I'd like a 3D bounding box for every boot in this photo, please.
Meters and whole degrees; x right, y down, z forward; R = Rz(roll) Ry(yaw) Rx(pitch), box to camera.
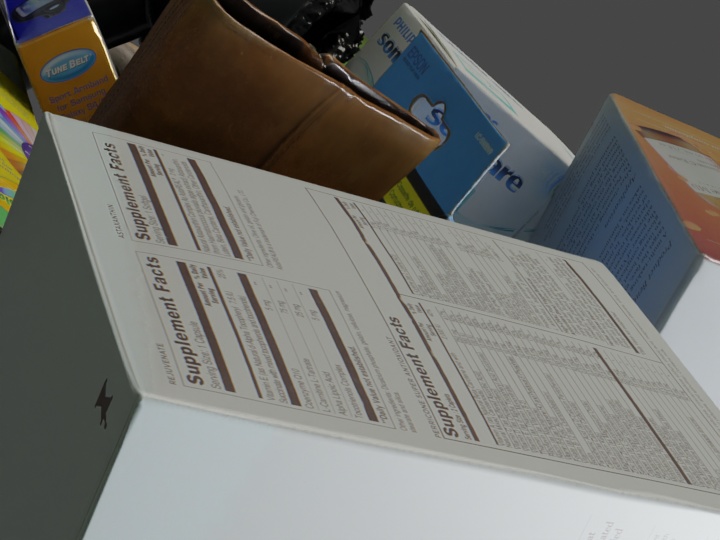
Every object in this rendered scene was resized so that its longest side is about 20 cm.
[{"bbox_3d":[-0.100,-0.135,0.937,0.162,0.198,0.074,31,-31,23],"label":"boot"},{"bbox_3d":[-0.051,0.016,0.596,0.188,0.200,0.069,37,13,-32],"label":"boot"}]

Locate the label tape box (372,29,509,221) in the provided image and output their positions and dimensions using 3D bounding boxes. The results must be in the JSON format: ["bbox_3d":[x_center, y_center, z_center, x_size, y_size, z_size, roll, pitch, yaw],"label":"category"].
[{"bbox_3d":[0.000,0.000,0.830,0.063,0.200,0.144,38,13,-30],"label":"label tape box"}]

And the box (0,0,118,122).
[{"bbox_3d":[-0.127,-0.070,0.806,0.119,0.041,0.201,-122,-166,-53],"label":"box"}]

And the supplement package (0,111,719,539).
[{"bbox_3d":[-0.013,0.073,0.505,0.199,0.152,0.151,14,25,-26],"label":"supplement package"}]

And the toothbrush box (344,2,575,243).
[{"bbox_3d":[0.017,-0.026,0.982,0.146,0.200,0.085,36,13,-38],"label":"toothbrush box"}]

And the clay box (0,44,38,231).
[{"bbox_3d":[-0.180,-0.064,0.681,0.115,0.048,0.200,39,13,-32],"label":"clay box"}]

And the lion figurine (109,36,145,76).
[{"bbox_3d":[-0.152,-0.120,1.053,0.200,0.072,0.123,44,-7,27],"label":"lion figurine"}]

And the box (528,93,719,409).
[{"bbox_3d":[0.187,0.016,0.881,0.151,0.107,0.200,21,23,-15],"label":"box"}]
